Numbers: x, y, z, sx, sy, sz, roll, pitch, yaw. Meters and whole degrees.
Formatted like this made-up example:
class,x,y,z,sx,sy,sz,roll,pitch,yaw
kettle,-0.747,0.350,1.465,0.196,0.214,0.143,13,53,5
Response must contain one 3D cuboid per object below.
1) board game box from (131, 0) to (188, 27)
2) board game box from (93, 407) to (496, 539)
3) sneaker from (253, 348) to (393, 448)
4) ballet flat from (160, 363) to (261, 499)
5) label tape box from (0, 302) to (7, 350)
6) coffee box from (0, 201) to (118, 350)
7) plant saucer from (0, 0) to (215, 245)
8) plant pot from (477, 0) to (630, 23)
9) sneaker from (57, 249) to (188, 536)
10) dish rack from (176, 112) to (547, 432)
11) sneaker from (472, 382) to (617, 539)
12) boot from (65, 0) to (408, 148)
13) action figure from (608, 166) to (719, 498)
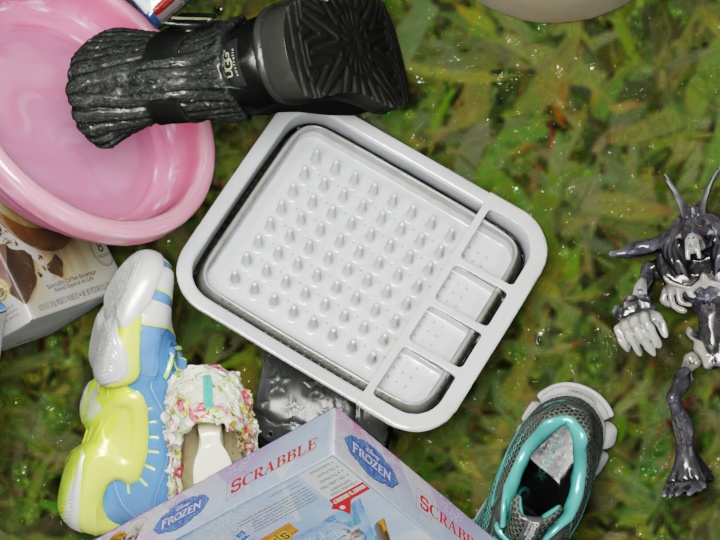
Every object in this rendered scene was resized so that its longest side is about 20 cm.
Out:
class,x,y,z,sx,sy,sz,roll,pitch,yaw
board game box,-0.126,-0.296,1.605,0.196,0.056,0.200,-41,85,-1
board game box,-0.026,0.190,1.509,0.200,0.041,0.200,-29,125,28
sneaker,-0.035,0.112,1.597,0.104,0.060,0.200,13,85,5
ballet flat,-0.091,0.152,1.555,0.076,0.064,0.200,-10,119,-1
label tape box,-0.297,0.069,1.546,0.144,0.063,0.200,39,134,30
coffee box,-0.250,-0.051,1.586,0.080,0.113,0.200,-30,86,29
plant saucer,-0.186,-0.099,1.567,0.051,0.201,0.201,-37,84,39
plant pot,0.117,-0.256,1.513,0.187,0.200,0.187,0,89,6
sneaker,-0.126,0.082,1.589,0.105,0.076,0.200,11,115,-14
dish rack,0.000,0.000,1.578,0.200,0.044,0.172,31,68,6
sneaker,0.100,0.165,1.562,0.078,0.091,0.200,19,91,7
boot,-0.074,-0.125,1.549,0.158,0.211,0.079,-12,85,25
action figure,0.220,0.037,1.547,0.119,0.102,0.200,-8,91,8
